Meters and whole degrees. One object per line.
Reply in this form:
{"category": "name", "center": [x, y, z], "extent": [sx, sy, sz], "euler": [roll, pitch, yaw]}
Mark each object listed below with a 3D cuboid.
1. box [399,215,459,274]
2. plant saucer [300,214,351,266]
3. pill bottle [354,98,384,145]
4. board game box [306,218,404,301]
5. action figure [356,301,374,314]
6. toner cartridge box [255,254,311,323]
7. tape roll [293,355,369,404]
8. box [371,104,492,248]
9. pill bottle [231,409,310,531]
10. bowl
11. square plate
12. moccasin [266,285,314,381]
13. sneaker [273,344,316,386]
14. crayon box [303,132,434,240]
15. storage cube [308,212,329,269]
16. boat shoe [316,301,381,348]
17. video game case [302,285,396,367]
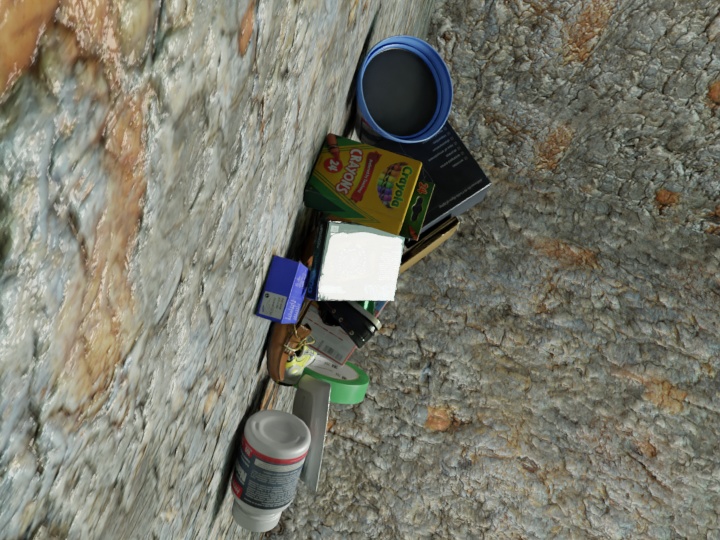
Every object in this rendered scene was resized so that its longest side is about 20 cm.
{"category": "box", "center": [0.131, -0.046, 1.564], "extent": [0.163, 0.021, 0.200], "euler": [-37, 175, 0]}
{"category": "plant saucer", "center": [-0.035, -0.080, 1.391], "extent": [0.200, 0.038, 0.200], "euler": [-38, 175, -4]}
{"category": "pill bottle", "center": [0.047, -0.317, 1.567], "extent": [0.200, 0.119, 0.120], "euler": [100, 8, -77]}
{"category": "board game box", "center": [-0.004, -0.014, 1.298], "extent": [0.199, 0.028, 0.136], "euler": [4, 99, -47]}
{"category": "action figure", "center": [0.000, 0.000, 1.392], "extent": [0.055, 0.118, 0.201], "euler": [-18, 124, -51]}
{"category": "toner cartridge box", "center": [-0.119, 0.034, 1.188], "extent": [0.200, 0.043, 0.096], "euler": [77, 31, -85]}
{"category": "tape roll", "center": [-0.080, 0.243, 1.723], "extent": [0.200, 0.199, 0.048], "euler": [-58, 166, -81]}
{"category": "box", "center": [0.125, -0.187, 1.514], "extent": [0.199, 0.197, 0.124], "euler": [-33, 170, -5]}
{"category": "pill bottle", "center": [-0.169, 0.366, 1.351], "extent": [0.120, 0.119, 0.201], "euler": [-67, 174, -67]}
{"category": "bowl", "center": [0.082, -0.342, 1.421], "extent": [0.039, 0.200, 0.202], "euler": [2, -108, 65]}
{"category": "square plate", "center": [-0.107, 0.308, 1.450], "extent": [0.200, 0.028, 0.200], "euler": [174, -75, -71]}
{"category": "moccasin", "center": [-0.115, 0.100, 1.329], "extent": [0.074, 0.077, 0.203], "euler": [86, 21, -84]}
{"category": "sneaker", "center": [-0.127, 0.164, 1.578], "extent": [0.200, 0.075, 0.077], "euler": [-71, 179, -62]}
{"category": "crayon box", "center": [0.020, -0.140, 1.240], "extent": [0.051, 0.199, 0.128], "euler": [104, 4, -61]}
{"category": "storage cube", "center": [-0.025, -0.005, 1.582], "extent": [0.180, 0.170, 0.201], "euler": [89, 19, -79]}
{"category": "boat shoe", "center": [-0.051, 0.067, 1.361], "extent": [0.063, 0.201, 0.074], "euler": [-47, 145, -9]}
{"category": "video game case", "center": [-0.042, 0.075, 1.464], "extent": [0.201, 0.143, 0.017], "euler": [-55, -171, 13]}
